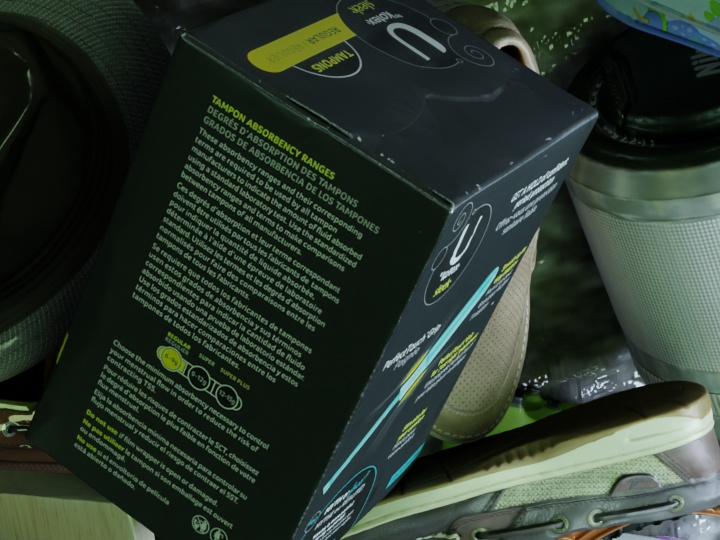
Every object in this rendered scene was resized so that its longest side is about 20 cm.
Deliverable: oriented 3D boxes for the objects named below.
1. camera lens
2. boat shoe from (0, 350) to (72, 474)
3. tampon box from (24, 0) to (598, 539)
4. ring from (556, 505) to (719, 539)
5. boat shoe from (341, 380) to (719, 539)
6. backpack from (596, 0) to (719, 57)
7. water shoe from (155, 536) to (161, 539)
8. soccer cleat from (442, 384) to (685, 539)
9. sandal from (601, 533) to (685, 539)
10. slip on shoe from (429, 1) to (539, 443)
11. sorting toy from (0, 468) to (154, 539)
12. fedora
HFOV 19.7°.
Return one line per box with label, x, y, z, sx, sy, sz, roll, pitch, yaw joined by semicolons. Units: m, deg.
camera lens;0.190;-0.022;0.991;0.159;0.160;0.201;-30;122;-9
boat shoe;-0.133;0.062;0.936;0.199;0.072;0.068;-9;118;-21
tampon box;-0.021;0.001;0.842;0.150;0.126;0.201;-34;153;-58
ring;0.153;0.174;1.020;0.199;0.019;0.201;-2;121;-3
boat shoe;0.070;0.109;0.944;0.199;0.073;0.065;-18;96;12
backpack;0.194;-0.172;0.809;0.147;0.182;0.201;-29;139;-63
water shoe;-0.008;0.129;1.025;0.199;0.071;0.079;7;106;-29
soccer cleat;0.131;0.109;1.080;0.199;0.068;0.082;10;100;-20
sandal;0.190;0.178;1.150;0.202;0.050;0.083;21;129;-21
slip on shoe;0.051;-0.016;0.919;0.076;0.061;0.201;-2;104;-25
sorting toy;-0.183;0.185;0.905;0.198;0.070;0.201;3;120;16
fedora;-0.176;-0.046;0.855;0.200;0.090;0.177;-42;124;-9
